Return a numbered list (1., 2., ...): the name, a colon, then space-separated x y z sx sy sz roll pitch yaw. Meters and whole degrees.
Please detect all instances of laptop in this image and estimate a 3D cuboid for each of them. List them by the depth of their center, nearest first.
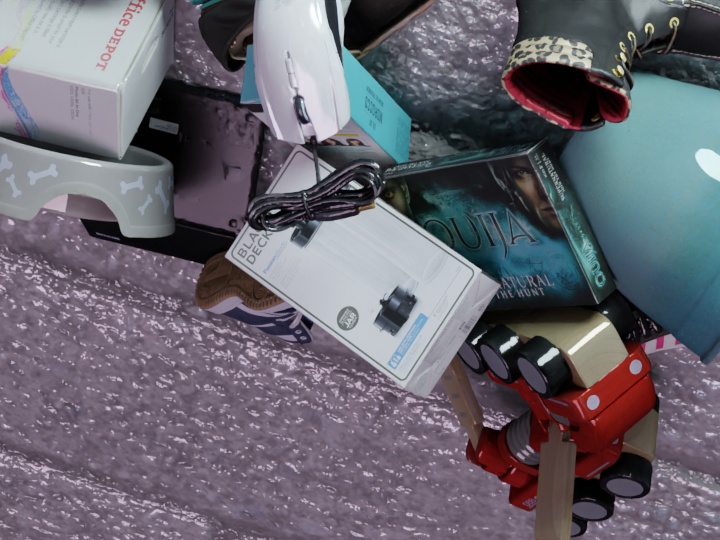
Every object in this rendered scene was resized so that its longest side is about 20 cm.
1. laptop: -0.173 -0.090 1.664 0.175 0.103 0.202 13 111 6

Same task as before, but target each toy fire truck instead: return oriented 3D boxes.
1. toy fire truck: 0.172 0.122 1.495 0.201 0.128 0.176 59 163 -19
2. toy fire truck: 0.162 0.141 1.693 0.198 0.130 0.176 22 147 -15

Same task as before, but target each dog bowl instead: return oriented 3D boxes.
1. dog bowl: -0.250 -0.081 1.527 0.198 0.200 0.059 13 98 6

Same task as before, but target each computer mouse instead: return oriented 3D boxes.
1. computer mouse: -0.046 -0.134 1.344 0.109 0.044 0.202 -9 91 19

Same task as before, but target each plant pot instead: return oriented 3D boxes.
1. plant pot: 0.250 -0.061 1.421 0.187 0.200 0.201 33 137 6

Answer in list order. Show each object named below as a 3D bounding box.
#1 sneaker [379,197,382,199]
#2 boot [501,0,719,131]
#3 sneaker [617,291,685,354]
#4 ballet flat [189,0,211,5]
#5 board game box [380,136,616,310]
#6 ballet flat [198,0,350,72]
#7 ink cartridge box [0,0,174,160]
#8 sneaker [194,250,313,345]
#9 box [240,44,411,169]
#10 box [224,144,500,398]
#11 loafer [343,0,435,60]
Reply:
1. sneaker: 0.102 -0.033 1.575 0.197 0.077 0.115 -2 127 14
2. boot: 0.203 -0.167 1.351 0.198 0.151 0.074 19 137 1
3. sneaker: 0.236 0.039 1.564 0.199 0.120 0.084 -27 78 38
4. ballet flat: -0.079 -0.274 1.409 0.199 0.073 0.073 -20 125 40
5. board game box: 0.104 -0.032 1.448 0.199 0.028 0.136 -6 116 53
6. ballet flat: -0.051 -0.209 1.420 0.199 0.068 0.069 -21 82 47
7. ink cartridge box: -0.268 -0.188 1.500 0.198 0.146 0.088 12 137 7
8. sneaker: -0.063 0.020 1.629 0.108 0.071 0.199 22 166 -27
9. box: -0.024 -0.130 1.468 0.081 0.050 0.200 2 168 18
10. box: 0.000 0.000 1.463 0.199 0.117 0.060 36 -176 24
11. loafer: -0.004 -0.207 1.448 0.199 0.063 0.072 -29 119 38
